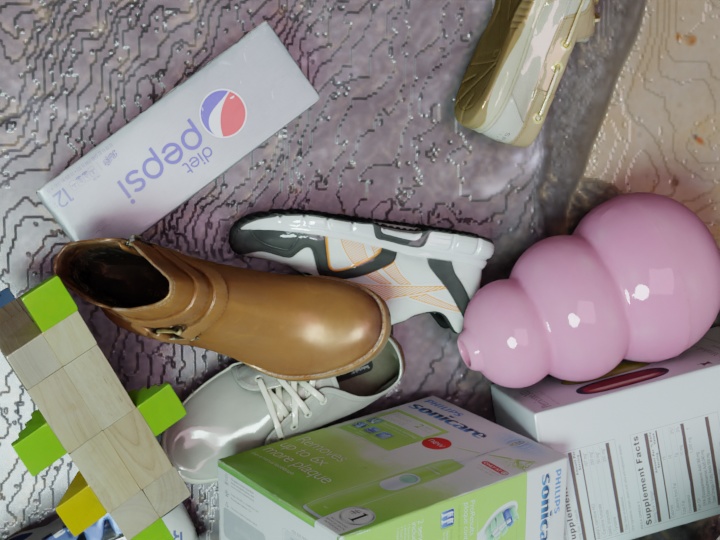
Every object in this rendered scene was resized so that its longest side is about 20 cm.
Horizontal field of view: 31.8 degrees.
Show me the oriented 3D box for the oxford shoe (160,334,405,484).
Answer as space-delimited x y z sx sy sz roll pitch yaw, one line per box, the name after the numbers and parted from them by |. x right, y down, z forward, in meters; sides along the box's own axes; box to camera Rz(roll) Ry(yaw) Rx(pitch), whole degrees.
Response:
-0.052 0.090 0.910 0.198 0.058 0.076 -23 86 -18 | oxford shoe

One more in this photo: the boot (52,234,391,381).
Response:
-0.089 0.017 0.831 0.197 0.155 0.078 12 80 19 | boot

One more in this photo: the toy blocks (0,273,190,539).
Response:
-0.188 0.080 0.834 0.099 0.136 0.202 -34 118 -15 | toy blocks

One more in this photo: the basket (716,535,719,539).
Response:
0.263 0.236 0.822 0.123 0.199 0.137 39 128 19 | basket

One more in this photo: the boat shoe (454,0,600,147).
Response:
0.139 -0.186 0.936 0.069 0.074 0.202 26 91 -24 | boat shoe

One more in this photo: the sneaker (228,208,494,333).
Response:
0.000 0.000 0.922 0.197 0.074 0.081 9 96 -11 | sneaker

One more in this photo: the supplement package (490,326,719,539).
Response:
0.214 0.124 0.953 0.197 0.114 0.111 -13 98 -10 | supplement package

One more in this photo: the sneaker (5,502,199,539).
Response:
-0.193 0.230 0.904 0.198 0.081 0.116 -29 98 -8 | sneaker

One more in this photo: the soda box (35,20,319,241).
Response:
-0.128 -0.088 0.893 0.199 0.063 0.069 -38 99 -5 | soda box

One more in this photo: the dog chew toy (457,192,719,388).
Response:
0.163 0.023 0.925 0.198 0.124 0.126 -21 99 -11 | dog chew toy

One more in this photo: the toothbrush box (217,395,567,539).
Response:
0.022 0.165 0.864 0.198 0.145 0.087 -10 108 -36 | toothbrush box
